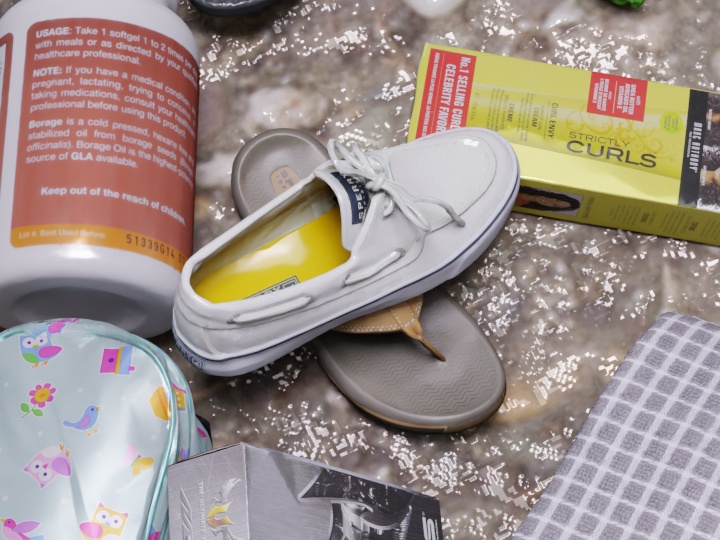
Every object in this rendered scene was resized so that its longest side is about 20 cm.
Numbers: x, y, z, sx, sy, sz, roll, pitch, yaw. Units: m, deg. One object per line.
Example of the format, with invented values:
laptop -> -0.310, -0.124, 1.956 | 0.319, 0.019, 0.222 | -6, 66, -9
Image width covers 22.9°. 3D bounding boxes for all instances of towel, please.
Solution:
towel -> 0.172, 0.120, 0.829 | 0.165, 0.086, 0.200 | 19, 54, 30

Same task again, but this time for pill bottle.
pill bottle -> -0.138, -0.072, 0.916 | 0.111, 0.112, 0.202 | 2, 69, -2

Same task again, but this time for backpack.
backpack -> -0.136, 0.126, 0.832 | 0.166, 0.127, 0.201 | 11, 65, 5

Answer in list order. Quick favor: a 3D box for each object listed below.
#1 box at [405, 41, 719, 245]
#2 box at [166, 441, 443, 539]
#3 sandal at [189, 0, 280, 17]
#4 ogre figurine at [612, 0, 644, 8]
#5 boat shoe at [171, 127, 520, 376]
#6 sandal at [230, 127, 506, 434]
box -> 0.125, -0.066, 0.959 | 0.198, 0.050, 0.076 | 11, 70, 2
box -> -0.016, 0.191, 0.798 | 0.048, 0.158, 0.202 | -18, 64, 31
sandal -> -0.049, -0.211, 1.016 | 0.075, 0.048, 0.201 | 14, 56, 4
ogre figurine -> 0.115, -0.257, 1.015 | 0.120, 0.098, 0.200 | -48, 61, 0
boat shoe -> -0.004, -0.028, 0.861 | 0.201, 0.086, 0.075 | -27, 64, -18
sandal -> 0.000, 0.000, 0.925 | 0.081, 0.055, 0.201 | -29, 72, -13
